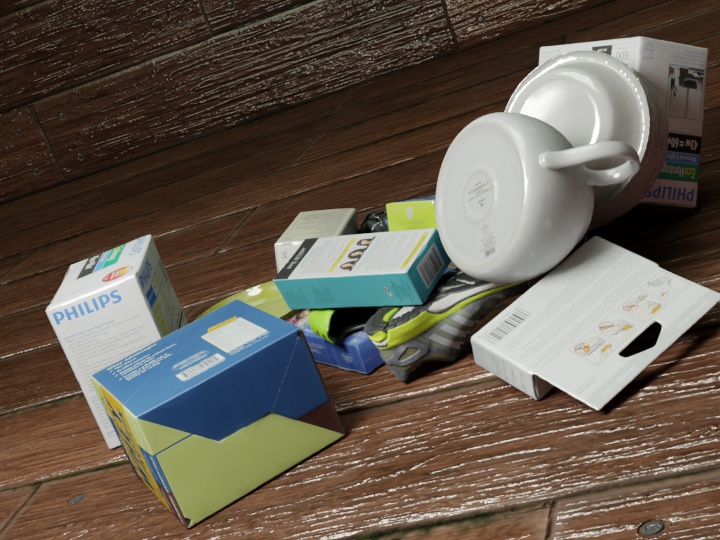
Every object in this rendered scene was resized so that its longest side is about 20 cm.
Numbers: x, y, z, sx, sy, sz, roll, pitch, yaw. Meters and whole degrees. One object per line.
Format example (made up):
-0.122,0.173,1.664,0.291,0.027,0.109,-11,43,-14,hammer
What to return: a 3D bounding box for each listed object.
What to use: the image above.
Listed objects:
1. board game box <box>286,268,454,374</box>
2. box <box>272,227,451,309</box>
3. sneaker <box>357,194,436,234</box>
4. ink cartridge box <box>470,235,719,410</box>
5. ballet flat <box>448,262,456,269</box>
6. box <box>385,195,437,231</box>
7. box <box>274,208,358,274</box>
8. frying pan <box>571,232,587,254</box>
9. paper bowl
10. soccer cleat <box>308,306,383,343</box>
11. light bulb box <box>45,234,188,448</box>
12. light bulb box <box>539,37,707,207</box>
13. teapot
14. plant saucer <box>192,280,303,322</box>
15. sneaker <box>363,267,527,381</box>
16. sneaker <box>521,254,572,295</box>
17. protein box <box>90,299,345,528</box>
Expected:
0.022,0.054,1.533,0.198,0.044,0.199,-30,20,-29,board game box
0.000,0.000,1.393,0.199,0.049,0.082,-3,37,39,box
0.075,-0.063,1.764,0.111,0.077,0.199,-26,12,-34,sneaker
0.241,0.060,1.219,0.200,0.044,0.173,-37,43,-23,ink cartridge box
0.106,-0.027,1.602,0.199,0.068,0.075,2,-16,40,ballet flat
0.129,-0.078,1.570,0.199,0.048,0.122,-10,5,-29,box
-0.059,-0.030,1.747,0.094,0.078,0.200,-3,15,10,box
0.259,-0.050,1.469,0.031,0.116,0.189,18,-13,-38,frying pan
0.252,-0.159,1.412,0.199,0.203,0.104,-9,-13,35,paper bowl
0.031,0.026,1.444,0.199,0.068,0.081,-31,30,-9,soccer cleat
-0.298,0.087,1.551,0.124,0.201,0.198,-20,16,2,light bulb box
0.331,-0.188,1.552,0.124,0.202,0.198,2,4,-31,light bulb box
0.187,-0.078,1.310,0.145,0.199,0.200,3,23,-30,teapot
-0.154,0.067,1.729,0.198,0.031,0.200,-19,16,6,plant saucer
0.102,0.055,1.364,0.199,0.081,0.074,-24,24,-12,sneaker
0.223,0.011,1.366,0.070,0.076,0.200,-25,17,-13,sneaker
-0.161,0.147,1.311,0.198,0.136,0.200,-28,18,-20,protein box
